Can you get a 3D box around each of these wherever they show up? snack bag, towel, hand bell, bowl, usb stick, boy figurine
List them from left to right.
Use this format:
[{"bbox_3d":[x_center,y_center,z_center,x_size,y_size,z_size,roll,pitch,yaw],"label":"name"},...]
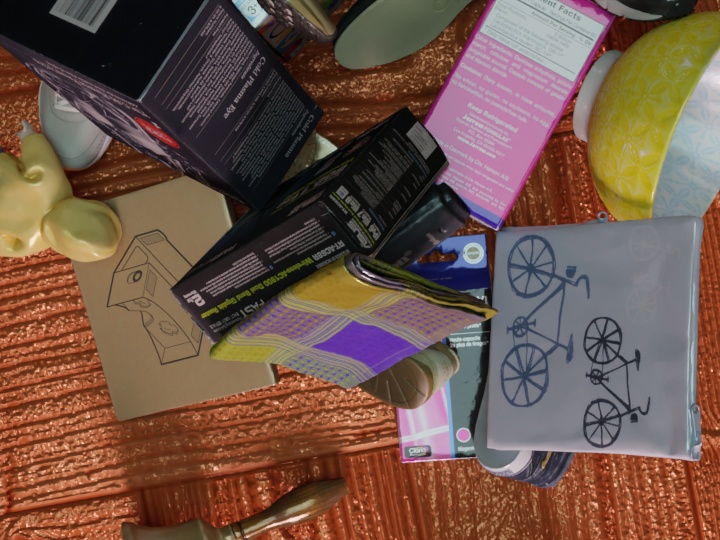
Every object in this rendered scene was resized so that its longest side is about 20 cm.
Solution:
[{"bbox_3d":[-0.300,-0.069,1.005,0.200,0.064,0.125,23,104,10],"label":"boy figurine"},{"bbox_3d":[-0.104,0.233,1.028,0.200,0.104,0.104,-24,91,-7],"label":"hand bell"},{"bbox_3d":[-0.009,0.045,0.871,0.143,0.200,0.023,19,58,-34],"label":"towel"},{"bbox_3d":[0.000,0.000,0.929,0.200,0.055,0.033,-36,50,13],"label":"usb stick"},{"bbox_3d":[0.181,0.049,0.889,0.200,0.021,0.189,-6,77,45],"label":"snack bag"},{"bbox_3d":[0.242,-0.127,0.939,0.108,0.200,0.200,27,95,29],"label":"bowl"}]

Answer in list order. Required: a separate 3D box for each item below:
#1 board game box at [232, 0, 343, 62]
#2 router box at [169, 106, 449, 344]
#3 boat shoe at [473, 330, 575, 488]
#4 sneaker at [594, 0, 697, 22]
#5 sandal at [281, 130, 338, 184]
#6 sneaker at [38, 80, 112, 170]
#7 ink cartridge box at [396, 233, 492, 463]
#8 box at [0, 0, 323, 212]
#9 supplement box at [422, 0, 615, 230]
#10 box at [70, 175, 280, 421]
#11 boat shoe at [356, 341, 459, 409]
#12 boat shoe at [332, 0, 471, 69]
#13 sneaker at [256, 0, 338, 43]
[{"bbox_3d":[-0.075,-0.253,0.929,0.103,0.200,0.105,42,95,1],"label":"board game box"},{"bbox_3d":[-0.042,-0.035,0.908,0.200,0.150,0.062,-28,107,42],"label":"router box"},{"bbox_3d":[0.159,0.089,1.000,0.071,0.091,0.201,7,74,41],"label":"boat shoe"},{"bbox_3d":[0.208,-0.278,0.919,0.074,0.080,0.200,-16,54,-16],"label":"sneaker"},{"bbox_3d":[-0.083,-0.114,1.003,0.212,0.070,0.078,43,95,0],"label":"sandal"},{"bbox_3d":[-0.254,-0.188,0.998,0.076,0.092,0.200,7,94,4],"label":"sneaker"},{"bbox_3d":[0.075,0.070,1.022,0.094,0.037,0.200,-5,91,5],"label":"ink cartridge box"},{"bbox_3d":[-0.162,-0.159,0.898,0.200,0.182,0.104,28,82,32],"label":"box"},{"bbox_3d":[0.122,-0.145,0.972,0.103,0.101,0.200,30,94,2],"label":"supplement box"},{"bbox_3d":[-0.174,0.024,1.028,0.163,0.021,0.200,-15,93,15],"label":"box"},{"bbox_3d":[-0.010,0.053,1.000,0.200,0.063,0.073,23,123,28],"label":"boat shoe"},{"bbox_3d":[0.055,-0.253,0.993,0.201,0.074,0.063,-37,54,15],"label":"boat shoe"},{"bbox_3d":[-0.060,-0.255,0.794,0.089,0.077,0.200,-32,93,-2],"label":"sneaker"}]
